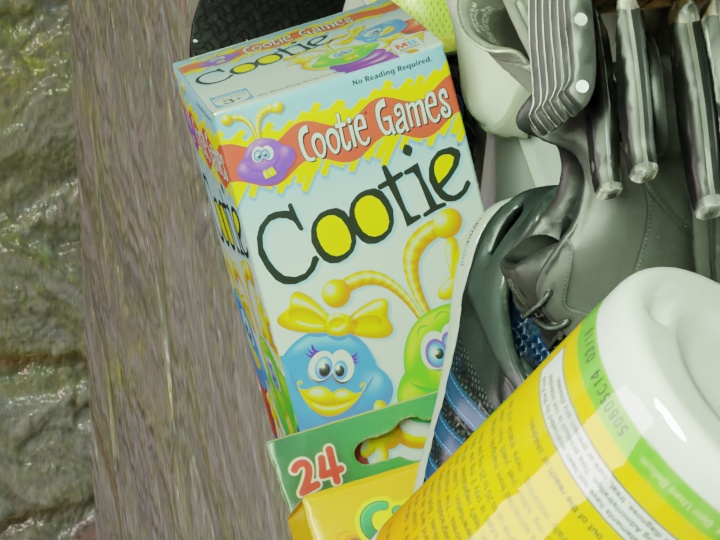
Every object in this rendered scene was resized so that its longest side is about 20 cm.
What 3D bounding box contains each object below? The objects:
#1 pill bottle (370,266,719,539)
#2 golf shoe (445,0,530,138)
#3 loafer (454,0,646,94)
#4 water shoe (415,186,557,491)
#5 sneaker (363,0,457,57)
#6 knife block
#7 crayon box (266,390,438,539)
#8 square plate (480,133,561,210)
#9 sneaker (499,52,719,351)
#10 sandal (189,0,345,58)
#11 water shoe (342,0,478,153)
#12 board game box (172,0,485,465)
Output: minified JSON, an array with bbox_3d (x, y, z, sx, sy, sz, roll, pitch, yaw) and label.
[{"bbox_3d":[0.067,0.103,0.980,0.200,0.111,0.111,-47,39,28],"label":"pill bottle"},{"bbox_3d":[0.035,-0.154,1.242,0.078,0.097,0.201,-170,76,-71],"label":"golf shoe"},{"bbox_3d":[0.071,-0.101,1.110,0.200,0.069,0.070,74,-171,-50],"label":"loafer"},{"bbox_3d":[0.063,0.066,1.132,0.079,0.071,0.201,148,125,-73],"label":"water shoe"},{"bbox_3d":[0.032,-0.194,1.319,0.090,0.078,0.201,-151,56,-74],"label":"sneaker"},{"bbox_3d":[0.118,-0.126,0.995,0.200,0.175,0.064,-52,5,-12],"label":"knife block"},{"bbox_3d":[0.050,0.142,1.193,0.051,0.126,0.201,122,130,-72],"label":"crayon box"},{"bbox_3d":[0.083,0.018,1.297,0.199,0.028,0.200,96,164,-45],"label":"square plate"},{"bbox_3d":[0.097,0.019,1.063,0.076,0.090,0.201,-161,64,-76],"label":"sneaker"},{"bbox_3d":[-0.026,-0.155,1.494,0.045,0.075,0.200,106,-171,-56],"label":"sandal"},{"bbox_3d":[0.032,-0.091,1.447,0.079,0.071,0.200,42,142,21],"label":"water shoe"},{"bbox_3d":[0.000,0.000,1.271,0.103,0.104,0.201,-129,23,-70],"label":"board game box"}]
